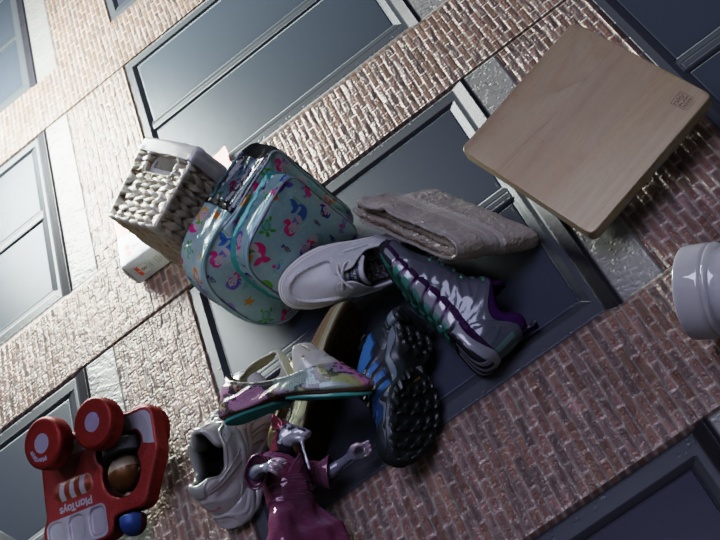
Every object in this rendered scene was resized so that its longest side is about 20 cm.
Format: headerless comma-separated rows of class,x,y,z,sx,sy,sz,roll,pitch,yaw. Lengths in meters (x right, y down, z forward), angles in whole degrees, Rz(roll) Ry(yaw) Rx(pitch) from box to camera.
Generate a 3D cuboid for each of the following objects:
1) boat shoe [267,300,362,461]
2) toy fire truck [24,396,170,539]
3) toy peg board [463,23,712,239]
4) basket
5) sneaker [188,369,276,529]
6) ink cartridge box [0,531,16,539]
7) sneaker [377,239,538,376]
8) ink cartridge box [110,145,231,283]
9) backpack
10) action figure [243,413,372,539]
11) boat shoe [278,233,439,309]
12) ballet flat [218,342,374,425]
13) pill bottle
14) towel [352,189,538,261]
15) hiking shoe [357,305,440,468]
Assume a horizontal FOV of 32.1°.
boat shoe,-0.056,0.123,1.443,0.066,0.074,0.200,1,57,35
toy fire truck,-0.315,0.254,1.543,0.200,0.112,0.168,-22,68,26
toy peg board,0.261,-0.141,1.408,0.200,0.098,0.199,-49,55,-5
basket,-0.213,-0.069,1.656,0.135,0.200,0.124,14,72,47
sneaker,-0.150,0.189,1.445,0.078,0.099,0.200,-19,45,27
ink cartridge box,-0.404,0.430,1.415,0.145,0.145,0.200,-37,40,9
sneaker,0.105,0.024,1.380,0.087,0.074,0.200,-38,63,-9
ink cartridge box,-0.274,-0.094,1.842,0.200,0.050,0.162,-37,40,13
backpack,-0.115,-0.034,1.554,0.200,0.178,0.151,-52,35,-3
action figure,-0.069,0.248,1.329,0.149,0.134,0.200,-49,41,38
boat shoe,0.000,0.000,1.464,0.200,0.072,0.069,-12,6,-1
ballet flat,-0.077,0.119,1.368,0.200,0.069,0.071,-16,75,31
pill bottle,0.390,0.009,1.123,0.200,0.120,0.120,-8,51,36
towel,0.095,-0.056,1.441,0.200,0.132,0.035,26,118,48
hiking shoe,0.036,0.138,1.368,0.087,0.074,0.200,-38,32,36
